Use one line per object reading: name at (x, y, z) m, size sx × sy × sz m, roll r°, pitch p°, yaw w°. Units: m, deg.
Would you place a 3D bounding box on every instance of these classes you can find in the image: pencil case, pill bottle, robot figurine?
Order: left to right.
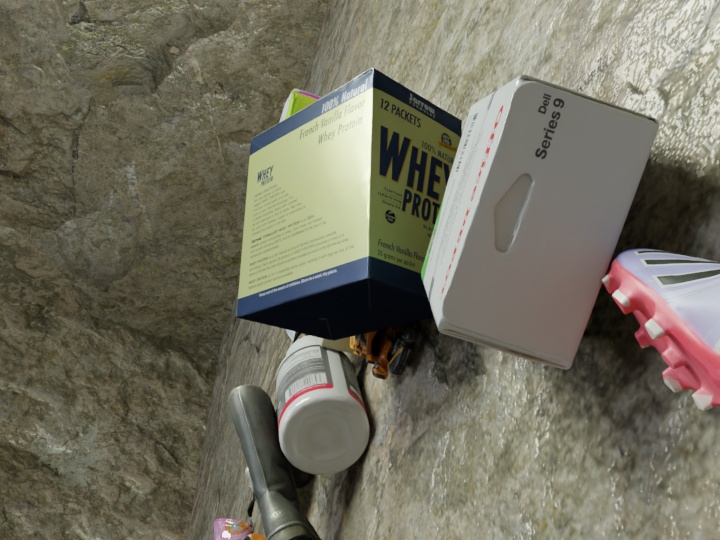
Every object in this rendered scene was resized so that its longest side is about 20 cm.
pencil case at (-0.263, 0.590, 1.420) m, size 0.088 × 0.086 × 0.202 m, roll 120°, pitch 161°, yaw -48°
pill bottle at (-0.055, 0.162, 0.941) m, size 0.200 × 0.109 × 0.112 m, roll -112°, pitch 39°, yaw -69°
robot figurine at (0.036, 0.021, 0.823) m, size 0.145 × 0.057 × 0.203 m, roll 178°, pitch 107°, yaw -74°

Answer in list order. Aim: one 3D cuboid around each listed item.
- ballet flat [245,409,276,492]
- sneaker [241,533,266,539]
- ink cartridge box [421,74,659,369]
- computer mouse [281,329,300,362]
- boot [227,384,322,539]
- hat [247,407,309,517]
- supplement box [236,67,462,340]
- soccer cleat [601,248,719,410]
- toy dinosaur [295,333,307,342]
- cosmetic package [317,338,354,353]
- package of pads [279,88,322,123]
ballet flat at (-0.175, 0.351, 1.333) m, size 0.068 × 0.066 × 0.203 m, roll 158°, pitch 125°, yaw -74°
sneaker at (-0.196, 0.553, 1.224) m, size 0.092 × 0.075 × 0.202 m, roll 115°, pitch 173°, yaw -63°
ink cartridge box at (0.101, -0.036, 0.481) m, size 0.200 × 0.083 × 0.148 m, roll -77°, pitch 4°, yaw -81°
computer mouse at (-0.137, 0.107, 1.488) m, size 0.200 × 0.043 × 0.111 m, roll -106°, pitch 32°, yaw -65°
boot at (-0.107, 0.264, 0.904) m, size 0.201 × 0.072 × 0.183 m, roll 58°, pitch 163°, yaw 35°
hat at (-0.114, 0.294, 1.120) m, size 0.201 × 0.080 × 0.203 m, roll -161°, pitch 90°, yaw -84°
supplement box at (-0.010, -0.053, 0.734) m, size 0.199 × 0.133 × 0.203 m, roll -17°, pitch 64°, yaw 44°
soccer cleat at (0.168, 0.024, 0.305) m, size 0.076 × 0.067 × 0.200 m, roll -34°, pitch 12°, yaw 7°
toy dinosaur at (-0.065, 0.134, 1.137) m, size 0.101 × 0.057 × 0.203 m, roll -133°, pitch 42°, yaw -68°
cosmetic package at (0.000, 0.000, 0.972) m, size 0.105 × 0.070 × 0.202 m, roll -117°, pitch 44°, yaw -70°
package of pads at (-0.102, -0.256, 1.491) m, size 0.068 × 0.152 × 0.202 m, roll -110°, pitch 37°, yaw -68°
